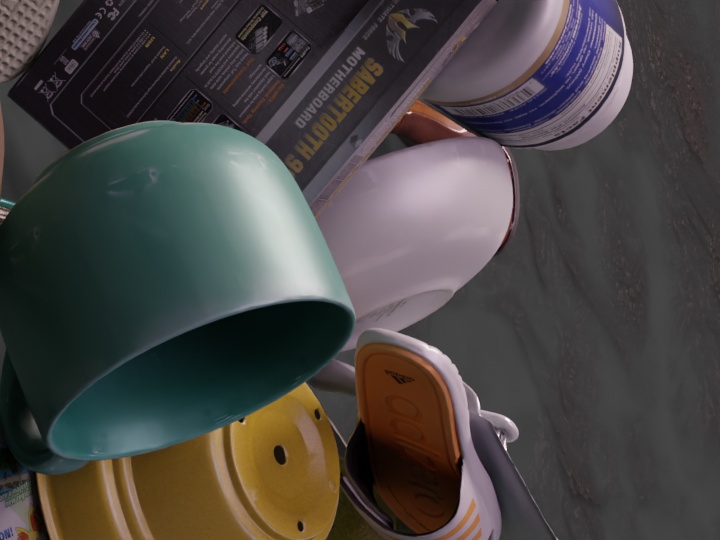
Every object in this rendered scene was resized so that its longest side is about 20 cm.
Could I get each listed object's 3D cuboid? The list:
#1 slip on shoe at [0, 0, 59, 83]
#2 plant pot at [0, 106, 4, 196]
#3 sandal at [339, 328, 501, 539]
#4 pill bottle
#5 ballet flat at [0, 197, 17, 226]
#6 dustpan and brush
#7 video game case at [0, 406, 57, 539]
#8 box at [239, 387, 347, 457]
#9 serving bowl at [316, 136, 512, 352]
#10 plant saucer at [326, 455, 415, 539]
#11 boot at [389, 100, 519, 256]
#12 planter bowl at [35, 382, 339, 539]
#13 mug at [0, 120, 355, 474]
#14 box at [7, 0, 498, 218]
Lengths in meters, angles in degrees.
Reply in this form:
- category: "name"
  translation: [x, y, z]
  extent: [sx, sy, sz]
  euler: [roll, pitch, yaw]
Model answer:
- category: "slip on shoe"
  translation: [-0.191, -0.193, 1.181]
  extent: [0.074, 0.061, 0.200]
  euler: [-8, 99, -21]
- category: "plant pot"
  translation: [-0.219, -0.065, 0.994]
  extent: [0.201, 0.093, 0.201]
  euler: [18, 64, -41]
- category: "sandal"
  translation: [0.020, 0.106, 1.243]
  extent: [0.059, 0.079, 0.207]
  euler: [-60, 154, -27]
- category: "pill bottle"
  translation: [0.080, -0.130, 1.295]
  extent: [0.200, 0.115, 0.116]
  euler: [23, 60, -68]
- category: "ballet flat"
  translation: [-0.166, -0.007, 1.172]
  extent: [0.200, 0.068, 0.075]
  euler: [1, 100, -64]
- category: "dustpan and brush"
  translation: [0.026, 0.084, 1.337]
  extent: [0.057, 0.200, 0.140]
  euler: [-57, 138, -27]
- category: "video game case"
  translation: [-0.182, 0.166, 1.116]
  extent: [0.200, 0.022, 0.183]
  euler: [-24, 103, -61]
- category: "box"
  translation: [-0.027, 0.192, 1.375]
  extent: [0.200, 0.049, 0.160]
  euler: [59, 36, -35]
- category: "serving bowl"
  translation: [0.000, 0.000, 1.318]
  extent: [0.200, 0.200, 0.066]
  euler: [2, 62, -62]
- category: "plant saucer"
  translation: [0.032, 0.220, 1.375]
  extent: [0.200, 0.048, 0.200]
  euler: [36, 51, -53]
- category: "boot"
  translation: [0.027, -0.092, 1.556]
  extent: [0.200, 0.068, 0.189]
  euler: [-12, 92, -62]
- category: "planter bowl"
  translation: [-0.069, 0.102, 1.212]
  extent: [0.200, 0.083, 0.201]
  euler: [28, 54, -47]
- category: "mug"
  translation: [-0.107, 0.009, 1.086]
  extent: [0.152, 0.185, 0.115]
  euler: [52, 14, -70]
- category: "box"
  translation: [-0.054, -0.112, 1.188]
  extent: [0.158, 0.200, 0.048]
  euler: [40, 6, 6]
